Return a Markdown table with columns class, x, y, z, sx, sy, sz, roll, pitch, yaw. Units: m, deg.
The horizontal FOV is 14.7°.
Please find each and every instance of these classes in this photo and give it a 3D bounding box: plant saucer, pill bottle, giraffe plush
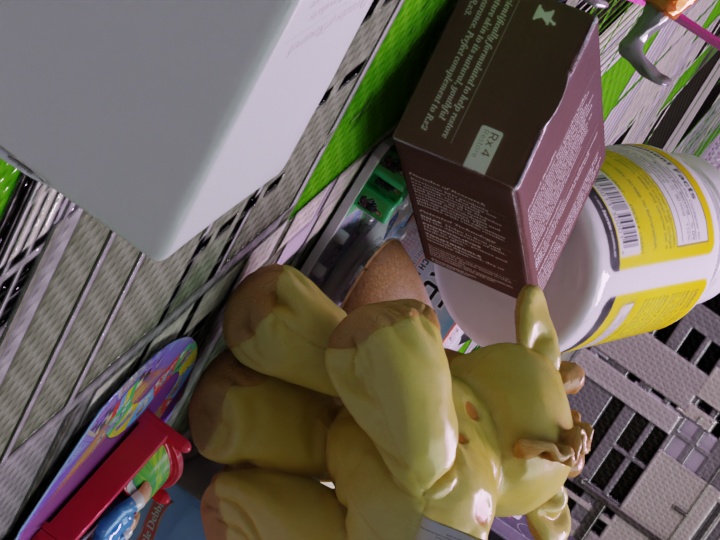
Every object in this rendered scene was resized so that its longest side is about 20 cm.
| class | x | y | z | sx | sy | sz | roll | pitch | yaw |
| --- | --- | --- | --- | --- | --- | --- | --- | --- | --- |
| plant saucer | -0.002 | 0.082 | 1.489 | 0.200 | 0.035 | 0.201 | 21 | 90 | -80 |
| pill bottle | 0.140 | -0.015 | 1.634 | 0.200 | 0.114 | 0.115 | -9 | 137 | -55 |
| giraffe plush | 0.037 | 0.078 | 1.351 | 0.162 | 0.200 | 0.173 | -23 | 139 | -51 |

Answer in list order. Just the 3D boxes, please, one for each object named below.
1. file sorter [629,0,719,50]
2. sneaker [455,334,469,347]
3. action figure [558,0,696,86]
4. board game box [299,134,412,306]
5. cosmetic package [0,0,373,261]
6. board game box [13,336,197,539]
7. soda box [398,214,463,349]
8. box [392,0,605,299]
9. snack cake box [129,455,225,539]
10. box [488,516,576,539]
| class | x | y | z | sx | sy | sz | roll | pitch | yaw |
| --- | --- | --- | --- | --- | --- | --- | --- | --- | --- |
| file sorter | 0.272 | -0.214 | 1.920 | 0.139 | 0.125 | 0.200 | -56 | 172 | 9 |
| sneaker | 0.041 | 0.037 | 1.779 | 0.200 | 0.072 | 0.072 | -53 | 173 | -4 |
| action figure | 0.183 | -0.204 | 1.537 | 0.200 | 0.104 | 0.194 | -99 | -147 | -65 |
| board game box | 0.000 | 0.000 | 1.548 | 0.200 | 0.026 | 0.200 | -58 | 172 | 20 |
| cosmetic package | -0.030 | -0.114 | 0.633 | 0.200 | 0.101 | 0.074 | -59 | 170 | 32 |
| board game box | -0.120 | 0.123 | 1.285 | 0.200 | 0.039 | 0.158 | -56 | 172 | 7 |
| soda box | 0.036 | 0.020 | 1.710 | 0.200 | 0.063 | 0.068 | -54 | 172 | -4 |
| box | 0.075 | -0.064 | 1.434 | 0.101 | 0.075 | 0.200 | -64 | 169 | -14 |
| snack cake box | -0.120 | 0.202 | 1.519 | 0.201 | 0.067 | 0.115 | -57 | 173 | 9 |
| box | 0.035 | 0.181 | 1.862 | 0.115 | 0.200 | 0.132 | -56 | 172 | 10 |
